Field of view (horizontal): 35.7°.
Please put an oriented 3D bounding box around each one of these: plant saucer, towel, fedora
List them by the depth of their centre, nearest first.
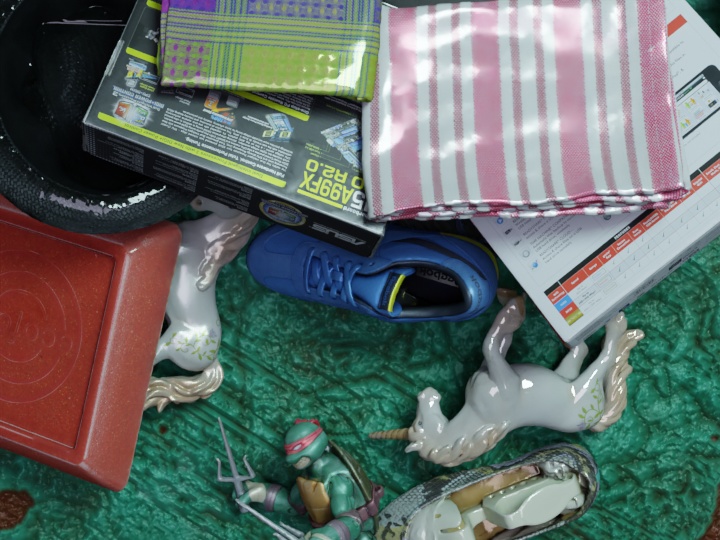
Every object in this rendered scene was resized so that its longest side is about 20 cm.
[{"bbox_3d":[0.098,-0.106,0.694,0.197,0.030,0.148,-3,72,1],"label":"towel"},{"bbox_3d":[-0.052,-0.205,0.704,0.142,0.023,0.202,3,77,-3],"label":"towel"},{"bbox_3d":[-0.181,-0.110,0.771,0.198,0.092,0.203,4,70,-12],"label":"fedora"},{"bbox_3d":[-0.242,0.040,0.810,0.198,0.037,0.202,16,98,17],"label":"plant saucer"}]

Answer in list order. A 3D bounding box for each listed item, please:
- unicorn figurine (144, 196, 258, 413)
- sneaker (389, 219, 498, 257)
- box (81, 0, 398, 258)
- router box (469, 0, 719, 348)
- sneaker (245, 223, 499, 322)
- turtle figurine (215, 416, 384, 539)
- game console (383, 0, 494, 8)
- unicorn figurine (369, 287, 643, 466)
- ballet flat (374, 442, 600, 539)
[{"bbox_3d":[-0.138,0.006,0.836,0.136,0.074,0.202,-3,113,-3],"label":"unicorn figurine"},{"bbox_3d":[0.107,-0.056,0.840,0.197,0.079,0.076,3,139,9],"label":"sneaker"},{"bbox_3d":[-0.058,-0.118,0.727,0.198,0.044,0.162,19,69,-5],"label":"box"},{"bbox_3d":[0.163,-0.081,0.745,0.199,0.049,0.180,-38,73,8],"label":"router box"},{"bbox_3d":[0.000,0.000,0.809,0.198,0.078,0.067,7,106,19],"label":"sneaker"},{"bbox_3d":[-0.027,0.187,0.829,0.100,0.150,0.201,-31,100,-15],"label":"turtle figurine"},{"bbox_3d":[0.079,-0.253,0.808,0.176,0.031,0.202,-27,80,6],"label":"game console"},{"bbox_3d":[0.118,0.085,0.843,0.198,0.074,0.139,9,98,-6],"label":"unicorn figurine"},{"bbox_3d":[0.094,0.188,0.865,0.198,0.072,0.073,-22,98,0],"label":"ballet flat"}]
